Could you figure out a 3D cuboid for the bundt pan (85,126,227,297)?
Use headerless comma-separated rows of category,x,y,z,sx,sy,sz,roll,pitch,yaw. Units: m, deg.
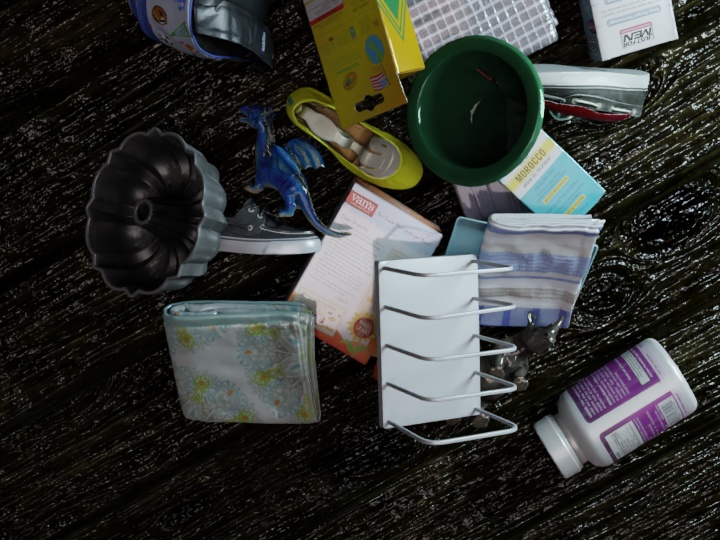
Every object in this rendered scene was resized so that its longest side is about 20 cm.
bundt pan,-0.241,-0.066,1.170,0.199,0.075,0.206,-5,81,31

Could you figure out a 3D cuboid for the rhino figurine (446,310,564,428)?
rhino figurine,0.190,0.123,1.252,0.060,0.088,0.200,41,110,-10

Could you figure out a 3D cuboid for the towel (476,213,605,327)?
towel,0.217,0.005,1.214,0.144,0.024,0.202,2,137,-3

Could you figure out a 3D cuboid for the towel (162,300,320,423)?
towel,-0.150,0.122,1.240,0.196,0.048,0.174,1,117,9

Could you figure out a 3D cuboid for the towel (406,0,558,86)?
towel,0.129,-0.314,1.150,0.197,0.086,0.168,-26,105,4

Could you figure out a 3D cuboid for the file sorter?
file sorter,0.105,0.089,1.132,0.136,0.124,0.204,-4,96,-23

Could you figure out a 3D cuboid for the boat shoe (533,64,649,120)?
boat shoe,0.263,-0.216,1.178,0.196,0.071,0.065,1,109,-13

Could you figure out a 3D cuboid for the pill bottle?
pill bottle,0.333,0.188,1.273,0.198,0.112,0.113,-33,103,6

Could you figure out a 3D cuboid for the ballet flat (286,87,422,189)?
ballet flat,-0.008,-0.158,1.195,0.198,0.067,0.067,32,103,-10

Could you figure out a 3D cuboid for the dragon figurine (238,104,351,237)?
dragon figurine,-0.085,-0.124,1.175,0.199,0.059,0.100,41,126,20

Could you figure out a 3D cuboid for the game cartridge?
game cartridge,0.183,-0.118,1.230,0.128,0.038,0.203,-22,104,-1

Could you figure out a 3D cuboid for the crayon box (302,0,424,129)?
crayon box,0.001,-0.280,1.119,0.050,0.126,0.204,-20,96,-39

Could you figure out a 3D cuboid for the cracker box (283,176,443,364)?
cracker box,0.000,0.000,1.240,0.133,0.058,0.202,30,103,-8

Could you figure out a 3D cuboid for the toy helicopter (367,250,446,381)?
toy helicopter,0.073,0.066,1.234,0.078,0.132,0.203,22,85,25

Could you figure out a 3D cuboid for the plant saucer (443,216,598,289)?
plant saucer,0.203,-0.023,1.228,0.196,0.019,0.071,10,117,-15

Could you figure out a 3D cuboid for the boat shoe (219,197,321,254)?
boat shoe,-0.143,-0.058,1.204,0.196,0.070,0.068,6,97,19

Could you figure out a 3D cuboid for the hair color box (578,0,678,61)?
hair color box,0.310,-0.366,1.156,0.097,0.061,0.203,-15,104,2

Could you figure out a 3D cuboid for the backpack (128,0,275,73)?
backpack,-0.175,-0.331,1.082,0.151,0.190,0.204,11,104,12

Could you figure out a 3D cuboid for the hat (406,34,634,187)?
hat,0.177,-0.172,1.140,0.199,0.175,0.168,34,106,28

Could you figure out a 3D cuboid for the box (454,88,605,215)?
box,0.203,-0.138,1.184,0.199,0.049,0.082,41,100,-11
